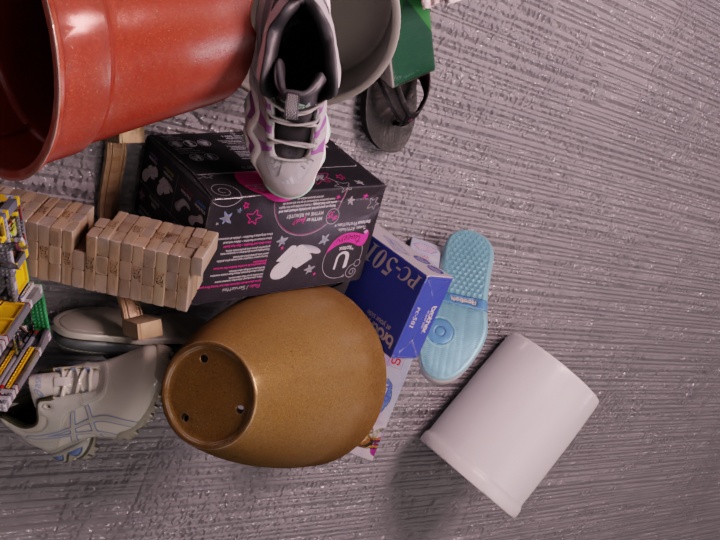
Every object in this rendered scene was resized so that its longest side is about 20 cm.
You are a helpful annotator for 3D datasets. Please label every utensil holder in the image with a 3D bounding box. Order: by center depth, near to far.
[{"bbox_3d":[0.207,0.210,1.479,0.200,0.170,0.170,-51,139,-5],"label":"utensil holder"}]

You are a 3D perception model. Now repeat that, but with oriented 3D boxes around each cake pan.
[{"bbox_3d":[-0.059,-0.235,0.919,0.037,0.199,0.201,-71,159,-46],"label":"cake pan"}]

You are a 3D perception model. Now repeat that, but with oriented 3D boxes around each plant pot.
[{"bbox_3d":[-0.198,-0.186,0.813,0.195,0.200,0.202,-20,131,-42],"label":"plant pot"},{"bbox_3d":[-0.093,0.103,0.987,0.187,0.186,0.200,-60,163,9],"label":"plant pot"}]

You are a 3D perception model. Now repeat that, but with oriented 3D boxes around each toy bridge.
[{"bbox_3d":[-0.217,-0.033,0.977,0.027,0.067,0.201,-12,104,-38],"label":"toy bridge"}]

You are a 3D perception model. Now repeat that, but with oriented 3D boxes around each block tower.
[{"bbox_3d":[-0.226,-0.019,0.905,0.199,0.054,0.058,11,119,2],"label":"block tower"}]

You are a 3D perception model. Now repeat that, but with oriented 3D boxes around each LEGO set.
[{"bbox_3d":[-0.332,0.026,0.844,0.153,0.116,0.201,12,124,1],"label":"LEGO set"}]

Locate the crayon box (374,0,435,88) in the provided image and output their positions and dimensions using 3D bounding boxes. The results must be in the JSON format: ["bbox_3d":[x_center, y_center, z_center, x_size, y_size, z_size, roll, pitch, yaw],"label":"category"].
[{"bbox_3d":[0.008,-0.284,0.964,0.051,0.126,0.201,-25,133,-16],"label":"crayon box"}]

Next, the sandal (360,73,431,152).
[{"bbox_3d":[0.043,-0.210,1.113,0.075,0.048,0.201,-17,128,-33],"label":"sandal"}]

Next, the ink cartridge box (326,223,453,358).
[{"bbox_3d":[0.000,0.000,1.107,0.044,0.200,0.094,5,115,-46],"label":"ink cartridge box"}]

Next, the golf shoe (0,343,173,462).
[{"bbox_3d":[-0.260,0.120,1.000,0.200,0.079,0.097,-34,134,30],"label":"golf shoe"}]

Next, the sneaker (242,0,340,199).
[{"bbox_3d":[-0.056,-0.133,0.853,0.077,0.140,0.201,-3,117,-6],"label":"sneaker"}]

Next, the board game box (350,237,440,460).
[{"bbox_3d":[0.038,0.084,1.230,0.200,0.041,0.201,-72,-178,-71],"label":"board game box"}]

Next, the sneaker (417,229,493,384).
[{"bbox_3d":[0.107,0.064,1.286,0.131,0.079,0.201,108,1,-61],"label":"sneaker"}]

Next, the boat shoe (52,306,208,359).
[{"bbox_3d":[-0.221,0.078,1.060,0.199,0.073,0.062,6,110,-50],"label":"boat shoe"}]

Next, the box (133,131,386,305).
[{"bbox_3d":[-0.100,-0.057,1.027,0.199,0.132,0.115,-8,126,-39],"label":"box"}]

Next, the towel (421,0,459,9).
[{"bbox_3d":[0.078,-0.340,0.948,0.191,0.032,0.201,-59,148,-68],"label":"towel"}]
